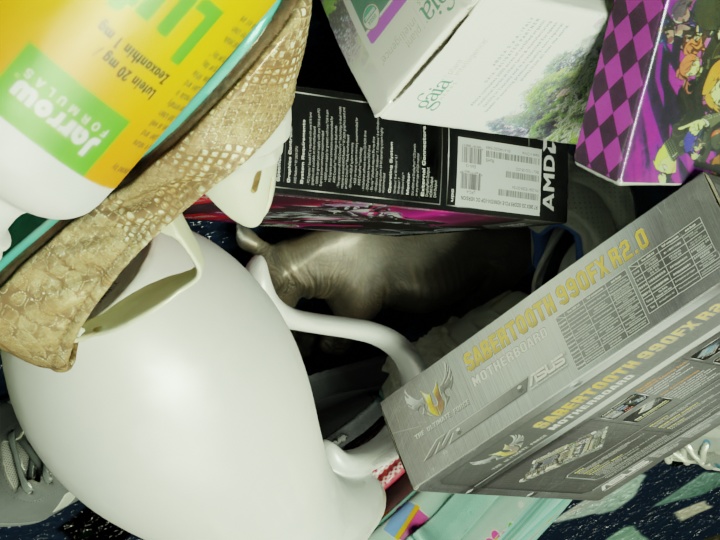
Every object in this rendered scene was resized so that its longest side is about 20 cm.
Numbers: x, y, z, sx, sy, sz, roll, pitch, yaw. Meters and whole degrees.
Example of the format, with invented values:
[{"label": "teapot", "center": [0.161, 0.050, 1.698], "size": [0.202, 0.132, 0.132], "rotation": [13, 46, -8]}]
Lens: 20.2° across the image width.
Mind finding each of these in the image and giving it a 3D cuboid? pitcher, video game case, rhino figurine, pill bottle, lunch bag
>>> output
[{"label": "pitcher", "center": [-0.057, 0.055, 0.912], "size": [0.172, 0.121, 0.201], "rotation": [-53, 126, -25]}, {"label": "video game case", "center": [0.187, -0.133, 0.855], "size": [0.180, 0.036, 0.202], "rotation": [0, 112, -37]}, {"label": "rhino figurine", "center": [0.000, 0.000, 1.038], "size": [0.198, 0.060, 0.088], "rotation": [-8, 153, -22]}, {"label": "pill bottle", "center": [-0.104, -0.089, 0.690], "size": [0.200, 0.111, 0.111], "rotation": [-48, 148, 5]}, {"label": "lunch bag", "center": [0.036, 0.151, 1.116], "size": [0.200, 0.077, 0.160], "rotation": [-42, -179, -32]}]

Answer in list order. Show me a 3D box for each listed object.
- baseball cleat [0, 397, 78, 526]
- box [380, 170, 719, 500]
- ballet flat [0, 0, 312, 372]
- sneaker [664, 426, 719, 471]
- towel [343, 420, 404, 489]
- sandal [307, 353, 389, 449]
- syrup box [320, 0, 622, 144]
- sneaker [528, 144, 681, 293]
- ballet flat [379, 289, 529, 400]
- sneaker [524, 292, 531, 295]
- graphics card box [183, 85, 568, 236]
[{"label": "baseball cleat", "center": [-0.139, 0.076, 1.038], "size": [0.198, 0.070, 0.106], "rotation": [-24, 168, 5]}, {"label": "box", "center": [0.131, 0.039, 0.931], "size": [0.200, 0.049, 0.158], "rotation": [-38, 150, 31]}, {"label": "ballet flat", "center": [-0.073, -0.031, 0.770], "size": [0.065, 0.071, 0.200], "rotation": [40, 118, -20]}, {"label": "sneaker", "center": [0.191, 0.085, 1.139], "size": [0.199, 0.087, 0.075], "rotation": [-29, 144, 25]}, {"label": "towel", "center": [-0.010, 0.122, 1.149], "size": [0.144, 0.023, 0.200], "rotation": [-42, -177, -1]}, {"label": "sandal", "center": [-0.014, 0.081, 1.047], "size": [0.199, 0.043, 0.076], "rotation": [-18, 162, -47]}, {"label": "syrup box", "center": [0.087, -0.110, 0.884], "size": [0.199, 0.082, 0.079], "rotation": [5, 140, -40]}, {"label": "sneaker", "center": [0.149, -0.019, 1.050], "size": [0.146, 0.081, 0.200], "rotation": [-42, 142, -4]}, {"label": "ballet flat", "center": [0.094, 0.039, 1.059], "size": [0.199, 0.072, 0.072], "rotation": [-2, 146, -39]}, {"label": "sneaker", "center": [0.122, 0.031, 1.168], "size": [0.114, 0.073, 0.200], "rotation": [12, 137, -42]}, {"label": "graphics card box", "center": [-0.018, -0.047, 0.896], "size": [0.199, 0.051, 0.125], "rotation": [3, 176, -41]}]
